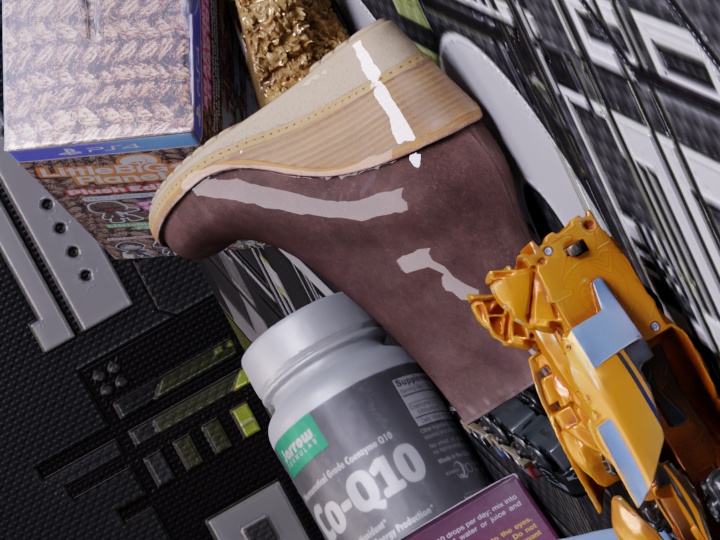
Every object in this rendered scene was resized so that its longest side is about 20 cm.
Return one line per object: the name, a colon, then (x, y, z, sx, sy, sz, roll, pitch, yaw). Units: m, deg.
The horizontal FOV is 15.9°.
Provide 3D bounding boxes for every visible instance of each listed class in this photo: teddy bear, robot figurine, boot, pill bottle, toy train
teddy bear: (-0.023, -0.103, 1.277, 0.200, 0.067, 0.145, -119, 11, -71)
robot figurine: (0.113, 0.078, 0.962, 0.200, 0.058, 0.145, 61, 174, 5)
boot: (0.000, 0.000, 1.130, 0.200, 0.072, 0.167, -34, 88, 48)
pill bottle: (0.010, 0.121, 1.678, 0.200, 0.113, 0.113, 59, 173, 16)
toy train: (0.086, 0.083, 1.314, 0.046, 0.034, 0.200, 50, 175, -12)

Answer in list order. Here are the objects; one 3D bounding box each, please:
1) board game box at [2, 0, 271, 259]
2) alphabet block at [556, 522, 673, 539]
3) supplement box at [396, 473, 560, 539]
board game box: (-0.112, -0.111, 1.351, 0.200, 0.096, 0.160, 57, -151, -71)
alphabet block: (0.066, 0.252, 1.218, 0.200, 0.195, 0.197, 103, 155, -68)
supplement box: (0.106, 0.244, 1.508, 0.200, 0.103, 0.131, 56, 172, 33)
